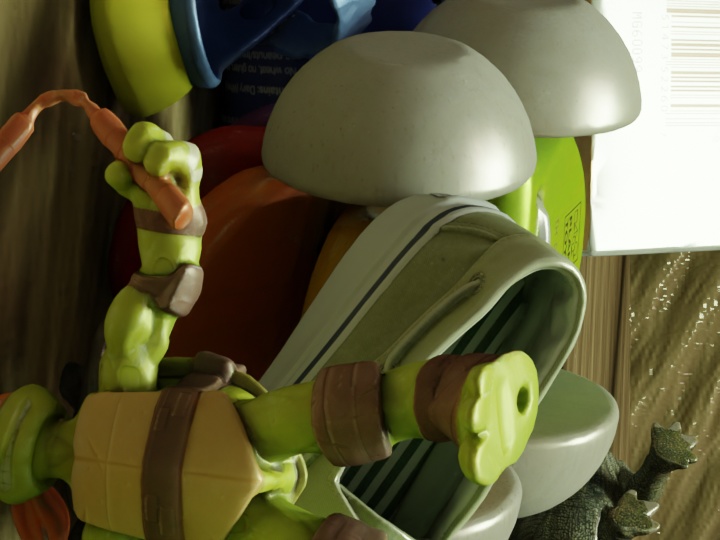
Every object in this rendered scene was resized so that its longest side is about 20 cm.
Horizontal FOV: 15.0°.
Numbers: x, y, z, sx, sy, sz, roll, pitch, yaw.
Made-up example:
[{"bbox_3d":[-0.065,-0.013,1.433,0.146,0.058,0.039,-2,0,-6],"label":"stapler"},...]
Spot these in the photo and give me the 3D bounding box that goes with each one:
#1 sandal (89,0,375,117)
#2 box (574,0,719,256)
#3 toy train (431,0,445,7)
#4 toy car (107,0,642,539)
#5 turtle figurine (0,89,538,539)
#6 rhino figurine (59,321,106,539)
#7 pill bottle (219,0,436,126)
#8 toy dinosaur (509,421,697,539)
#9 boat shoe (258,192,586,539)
[{"bbox_3d":[-0.032,-0.129,0.921,0.080,0.087,0.201,76,16,-48],"label":"sandal"},{"bbox_3d":[0.071,-0.085,1.131,0.106,0.200,0.153,-3,93,-36],"label":"box"},{"bbox_3d":[0.018,-0.154,0.939,0.046,0.034,0.201,-89,158,-82],"label":"toy train"},{"bbox_3d":[0.000,0.000,0.887,0.200,0.149,0.176,-30,126,-59],"label":"toy car"},{"bbox_3d":[-0.039,0.061,0.694,0.064,0.160,0.201,22,77,-68],"label":"turtle figurine"},{"bbox_3d":[-0.064,0.101,0.813,0.088,0.059,0.201,-67,154,-56],"label":"rhino figurine"},{"bbox_3d":[0.004,-0.047,1.034,0.116,0.115,0.201,-41,130,-77],"label":"pill bottle"},{"bbox_3d":[0.075,0.110,1.020,0.103,0.076,0.201,107,-7,-47],"label":"toy dinosaur"},{"bbox_3d":[-0.010,0.067,0.744,0.201,0.072,0.062,-61,-150,-5],"label":"boat shoe"}]
